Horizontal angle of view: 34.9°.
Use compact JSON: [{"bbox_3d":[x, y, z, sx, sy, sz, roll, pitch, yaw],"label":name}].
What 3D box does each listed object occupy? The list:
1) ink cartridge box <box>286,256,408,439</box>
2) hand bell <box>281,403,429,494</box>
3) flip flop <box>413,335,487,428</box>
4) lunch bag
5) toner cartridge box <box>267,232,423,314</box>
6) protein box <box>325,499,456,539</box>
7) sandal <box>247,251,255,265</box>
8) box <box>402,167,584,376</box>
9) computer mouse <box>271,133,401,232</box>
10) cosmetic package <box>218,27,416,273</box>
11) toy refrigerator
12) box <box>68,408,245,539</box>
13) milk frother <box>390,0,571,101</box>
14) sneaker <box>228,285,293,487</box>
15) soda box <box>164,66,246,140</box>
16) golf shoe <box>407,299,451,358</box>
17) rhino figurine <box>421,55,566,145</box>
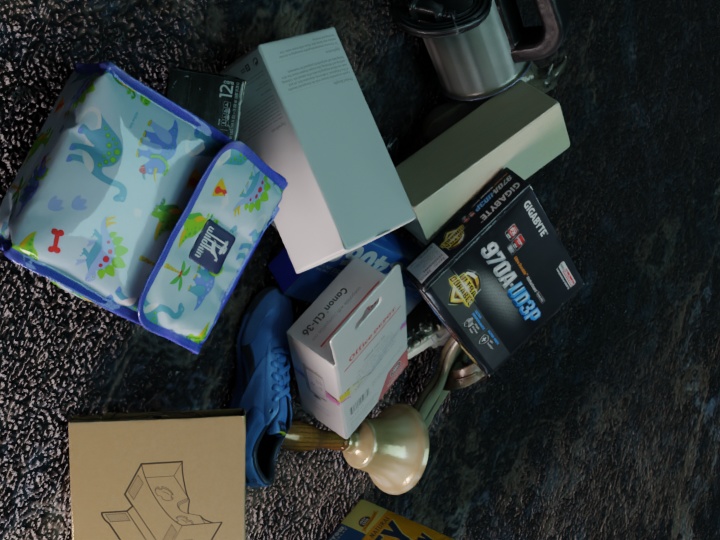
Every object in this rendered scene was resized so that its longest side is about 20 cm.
[{"bbox_3d":[-0.011,0.071,1.176,0.117,0.067,0.201,-48,155,-25],"label":"ink cartridge box"},{"bbox_3d":[-0.027,0.188,1.271,0.198,0.103,0.106,16,90,-41],"label":"hand bell"},{"bbox_3d":[0.122,0.126,1.392,0.202,0.057,0.081,-61,160,16],"label":"flip flop"},{"bbox_3d":[-0.173,-0.047,0.931,0.199,0.127,0.172,32,84,-30],"label":"lunch bag"},{"bbox_3d":[0.000,0.000,1.231,0.095,0.043,0.199,-45,145,19],"label":"toner cartridge box"},{"bbox_3d":[0.056,0.412,1.342,0.135,0.197,0.202,-43,131,-33],"label":"protein box"},{"bbox_3d":[-0.127,-0.023,1.099,0.075,0.048,0.203,25,83,-50],"label":"sandal"},{"bbox_3d":[0.151,0.007,1.263,0.159,0.046,0.200,-43,137,-4],"label":"box"},{"bbox_3d":[-0.019,-0.080,1.216,0.199,0.043,0.112,-18,116,-47],"label":"computer mouse"},{"bbox_3d":[-0.042,-0.114,1.079,0.107,0.084,0.203,-22,90,-44],"label":"cosmetic package"},{"bbox_3d":[0.126,-0.115,1.245,0.199,0.076,0.070,-37,132,-11],"label":"toy refrigerator"},{"bbox_3d":[-0.185,0.227,1.059,0.161,0.021,0.204,-1,105,-12],"label":"box"},{"bbox_3d":[0.104,-0.258,1.206,0.200,0.179,0.189,-48,133,-23],"label":"milk frother"},{"bbox_3d":[-0.091,0.120,1.168,0.065,0.078,0.204,13,90,-49],"label":"sneaker"},{"bbox_3d":[-0.150,-0.076,1.022,0.070,0.063,0.204,7,98,-10],"label":"soda box"},{"bbox_3d":[0.087,0.070,1.373,0.199,0.078,0.098,-38,134,-36],"label":"golf shoe"},{"bbox_3d":[0.156,-0.189,1.319,0.198,0.060,0.088,-33,146,4],"label":"rhino figurine"}]
